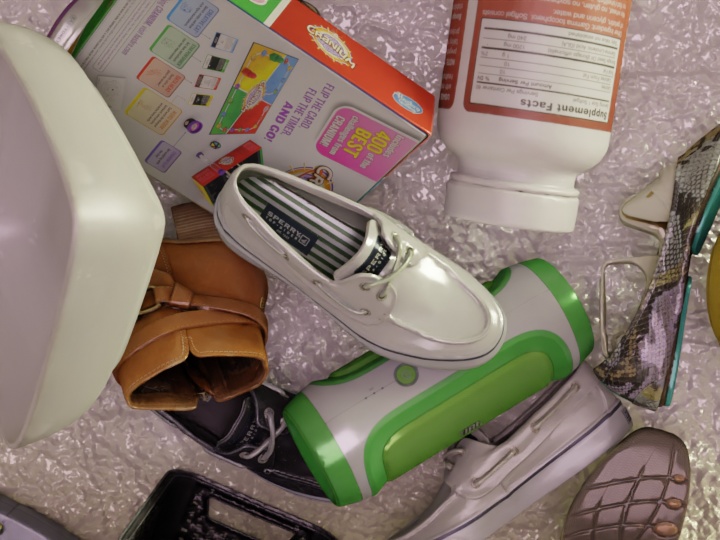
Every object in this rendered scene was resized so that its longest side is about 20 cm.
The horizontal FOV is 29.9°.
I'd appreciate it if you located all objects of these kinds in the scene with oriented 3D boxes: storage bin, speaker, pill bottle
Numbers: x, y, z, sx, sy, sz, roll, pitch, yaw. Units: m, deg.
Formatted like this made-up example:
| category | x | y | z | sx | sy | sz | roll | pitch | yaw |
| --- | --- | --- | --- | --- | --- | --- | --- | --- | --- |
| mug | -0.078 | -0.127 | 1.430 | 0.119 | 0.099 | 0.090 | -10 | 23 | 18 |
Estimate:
| category | x | y | z | sx | sy | sz | roll | pitch | yaw |
| --- | --- | --- | --- | --- | --- | --- | --- | --- | --- |
| storage bin | -0.094 | 0.216 | 0.867 | 0.134 | 0.200 | 0.094 | 23 | 97 | 0 |
| speaker | 0.051 | 0.072 | 0.883 | 0.199 | 0.088 | 0.089 | -30 | 94 | -11 |
| pill bottle | 0.109 | -0.130 | 0.858 | 0.111 | 0.112 | 0.202 | 8 | 97 | 2 |

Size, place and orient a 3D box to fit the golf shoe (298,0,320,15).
| category | x | y | z | sx | sy | sz | roll | pitch | yaw |
| --- | --- | --- | --- | --- | --- | --- | --- | --- | --- |
| golf shoe | -0.093 | -0.182 | 0.879 | 0.199 | 0.094 | 0.078 | 31 | 98 | 1 |

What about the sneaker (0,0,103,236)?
| category | x | y | z | sx | sy | sz | roll | pitch | yaw |
| --- | --- | --- | --- | --- | --- | --- | --- | --- | --- |
| sneaker | -0.192 | -0.083 | 0.902 | 0.099 | 0.075 | 0.201 | 30 | 96 | 0 |

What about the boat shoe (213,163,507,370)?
| category | x | y | z | sx | sy | sz | roll | pitch | yaw |
| --- | --- | --- | --- | --- | --- | --- | --- | --- | --- |
| boat shoe | 0.000 | 0.000 | 0.818 | 0.199 | 0.067 | 0.074 | 24 | 72 | -1 |

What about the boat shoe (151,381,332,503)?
| category | x | y | z | sx | sy | sz | roll | pitch | yaw |
| --- | --- | --- | --- | --- | --- | --- | --- | --- | --- |
| boat shoe | -0.074 | 0.103 | 0.921 | 0.199 | 0.068 | 0.072 | 32 | 97 | -1 |

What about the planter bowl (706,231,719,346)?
| category | x | y | z | sx | sy | sz | roll | pitch | yaw |
| --- | --- | --- | --- | --- | --- | --- | --- | --- | --- |
| planter bowl | 0.279 | 0.011 | 0.865 | 0.083 | 0.200 | 0.202 | 4 | 98 | 41 |

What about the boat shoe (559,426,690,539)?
| category | x | y | z | sx | sy | sz | roll | pitch | yaw |
| --- | --- | --- | --- | --- | --- | --- | --- | --- | --- |
| boat shoe | 0.164 | 0.193 | 0.919 | 0.074 | 0.073 | 0.201 | 23 | 103 | 3 |

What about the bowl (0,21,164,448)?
| category | x | y | z | sx | sy | sz | roll | pitch | yaw |
| --- | --- | --- | --- | --- | --- | --- | --- | --- | --- |
| bowl | -0.182 | -0.025 | 0.787 | 0.074 | 0.200 | 0.201 | -7 | 137 | -34 |

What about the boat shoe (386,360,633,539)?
| category | x | y | z | sx | sy | sz | roll | pitch | yaw |
| --- | --- | --- | --- | --- | --- | --- | --- | --- | --- |
| boat shoe | 0.088 | 0.135 | 0.917 | 0.199 | 0.072 | 0.066 | -35 | 89 | 5 |

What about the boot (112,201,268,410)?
| category | x | y | z | sx | sy | sz | roll | pitch | yaw |
| --- | --- | --- | --- | --- | --- | --- | --- | --- | --- |
| boot | -0.155 | 0.038 | 0.872 | 0.198 | 0.156 | 0.077 | -11 | 133 | -6 |

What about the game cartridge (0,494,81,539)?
| category | x | y | z | sx | sy | sz | roll | pitch | yaw |
| --- | --- | --- | --- | --- | --- | --- | --- | --- | --- |
| game cartridge | -0.236 | 0.251 | 0.961 | 0.200 | 0.041 | 0.133 | 39 | 100 | -2 |

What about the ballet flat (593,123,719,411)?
| category | x | y | z | sx | sy | sz | roll | pitch | yaw |
| --- | --- | --- | --- | --- | --- | --- | --- | --- | --- |
| ballet flat | 0.197 | -0.012 | 0.890 | 0.071 | 0.072 | 0.202 | 17 | 86 | 1 |

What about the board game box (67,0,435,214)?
| category | x | y | z | sx | sy | sz | roll | pitch | yaw |
| --- | --- | --- | --- | --- | --- | --- | --- | --- | --- |
| board game box | -0.077 | -0.104 | 0.837 | 0.199 | 0.041 | 0.153 | 32 | 131 | -21 |
